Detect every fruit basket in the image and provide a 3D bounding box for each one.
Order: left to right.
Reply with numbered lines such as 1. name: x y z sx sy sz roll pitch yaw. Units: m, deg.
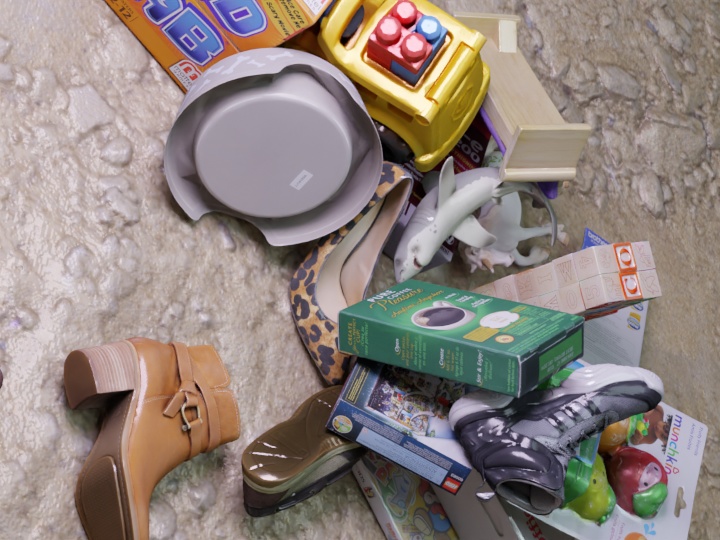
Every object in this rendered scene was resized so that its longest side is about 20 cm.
1. fruit basket: 0.242 0.181 1.697 0.199 0.094 0.186 26 57 -8

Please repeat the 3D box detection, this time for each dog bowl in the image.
1. dog bowl: -0.080 -0.115 1.614 0.200 0.200 0.059 32 33 -29

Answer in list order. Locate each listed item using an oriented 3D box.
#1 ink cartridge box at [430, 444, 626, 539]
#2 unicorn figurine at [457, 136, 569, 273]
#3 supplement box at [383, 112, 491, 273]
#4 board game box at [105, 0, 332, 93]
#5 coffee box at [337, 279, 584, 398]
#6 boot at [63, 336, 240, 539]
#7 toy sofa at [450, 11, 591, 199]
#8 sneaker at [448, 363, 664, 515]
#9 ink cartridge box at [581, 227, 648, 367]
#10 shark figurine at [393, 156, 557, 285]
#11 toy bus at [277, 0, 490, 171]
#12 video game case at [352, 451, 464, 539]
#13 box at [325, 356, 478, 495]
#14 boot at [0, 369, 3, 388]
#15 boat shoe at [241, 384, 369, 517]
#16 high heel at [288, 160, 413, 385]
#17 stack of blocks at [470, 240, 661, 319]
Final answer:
1. ink cartridge box: 0.170 0.196 1.769 0.200 0.083 0.146 -36 100 -43
2. unicorn figurine: 0.159 -0.058 1.891 0.137 0.074 0.201 9 56 -29
3. supplement box: 0.064 -0.109 1.822 0.109 0.061 0.201 37 54 -26
4. board game box: -0.120 -0.325 1.635 0.200 0.199 0.200 48 50 -18
5. coffee box: 0.091 0.059 1.620 0.123 0.199 0.044 -25 121 -51
6. boot: -0.171 0.156 1.529 0.155 0.076 0.201 0 69 -45
7. toy sofa: 0.144 -0.163 1.771 0.082 0.098 0.201 -1 44 -25
8. sneaker: 0.185 0.155 1.588 0.198 0.076 0.114 -9 60 -7
9. ink cartridge box: 0.259 0.067 1.950 0.119 0.042 0.201 31 60 -30
10. shark figurine: 0.109 -0.077 1.759 0.213 0.089 0.129 -18 121 -32
11. toy bus: 0.017 -0.208 1.639 0.199 0.192 0.136 33 80 9
12. video game case: 0.086 0.205 1.763 0.200 0.023 0.183 -33 98 -42
13. box: 0.058 0.112 1.677 0.136 0.038 0.200 28 33 0
14. boot: -0.320 0.182 1.398 0.200 0.072 0.167 -51 123 -40
15. boat shoe: -0.041 0.165 1.636 0.073 0.065 0.199 39 39 26
16. high heel: 0.000 0.000 1.672 0.071 0.142 0.202 10 70 -41
17. stack of blocks: 0.210 0.024 1.811 0.115 0.199 0.059 -7 80 -41
